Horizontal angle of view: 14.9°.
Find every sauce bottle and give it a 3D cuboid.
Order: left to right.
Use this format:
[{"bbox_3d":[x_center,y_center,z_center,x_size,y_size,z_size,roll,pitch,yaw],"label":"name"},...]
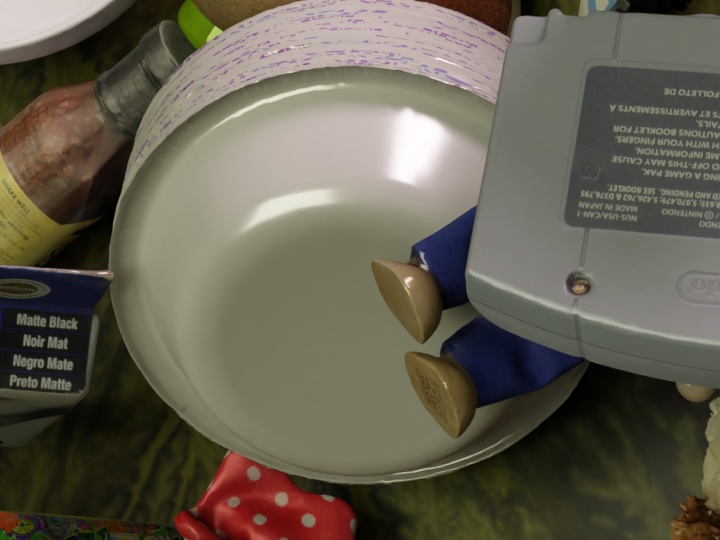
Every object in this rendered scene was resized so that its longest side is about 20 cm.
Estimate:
[{"bbox_3d":[-0.149,-0.040,1.275,0.200,0.066,0.066,-36,66,24],"label":"sauce bottle"}]

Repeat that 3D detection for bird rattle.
[{"bbox_3d":[-0.050,0.168,1.114,0.163,0.200,0.113,44,118,19],"label":"bird rattle"}]

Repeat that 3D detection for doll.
[{"bbox_3d":[0.108,-0.008,1.023,0.048,0.199,0.137,36,149,65],"label":"doll"}]

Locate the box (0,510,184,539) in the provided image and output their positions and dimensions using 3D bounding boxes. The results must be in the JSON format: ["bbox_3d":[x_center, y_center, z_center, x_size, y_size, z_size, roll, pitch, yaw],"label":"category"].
[{"bbox_3d":[-0.166,0.202,1.176,0.122,0.192,0.201,0,84,32],"label":"box"}]

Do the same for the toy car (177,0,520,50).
[{"bbox_3d":[-0.033,-0.145,1.133,0.164,0.200,0.158,-49,55,16],"label":"toy car"}]

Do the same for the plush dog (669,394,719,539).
[{"bbox_3d":[0.205,0.069,1.018,0.171,0.161,0.200,10,60,46],"label":"plush dog"}]

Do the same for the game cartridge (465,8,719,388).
[{"bbox_3d":[0.141,-0.023,0.945,0.199,0.041,0.134,5,58,13],"label":"game cartridge"}]

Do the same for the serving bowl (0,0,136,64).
[{"bbox_3d":[-0.166,-0.182,1.287,0.199,0.066,0.201,-3,72,9],"label":"serving bowl"}]

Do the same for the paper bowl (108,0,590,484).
[{"bbox_3d":[0.000,0.000,1.090,0.200,0.201,0.105,-34,24,23],"label":"paper bowl"}]

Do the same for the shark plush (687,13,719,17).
[{"bbox_3d":[0.183,-0.068,1.058,0.199,0.083,0.091,0,76,20],"label":"shark plush"}]

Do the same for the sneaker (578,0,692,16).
[{"bbox_3d":[0.120,-0.170,1.085,0.072,0.072,0.200,45,143,27],"label":"sneaker"}]

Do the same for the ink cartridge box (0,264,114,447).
[{"bbox_3d":[-0.214,0.035,1.129,0.200,0.199,0.041,139,134,-69],"label":"ink cartridge box"}]
